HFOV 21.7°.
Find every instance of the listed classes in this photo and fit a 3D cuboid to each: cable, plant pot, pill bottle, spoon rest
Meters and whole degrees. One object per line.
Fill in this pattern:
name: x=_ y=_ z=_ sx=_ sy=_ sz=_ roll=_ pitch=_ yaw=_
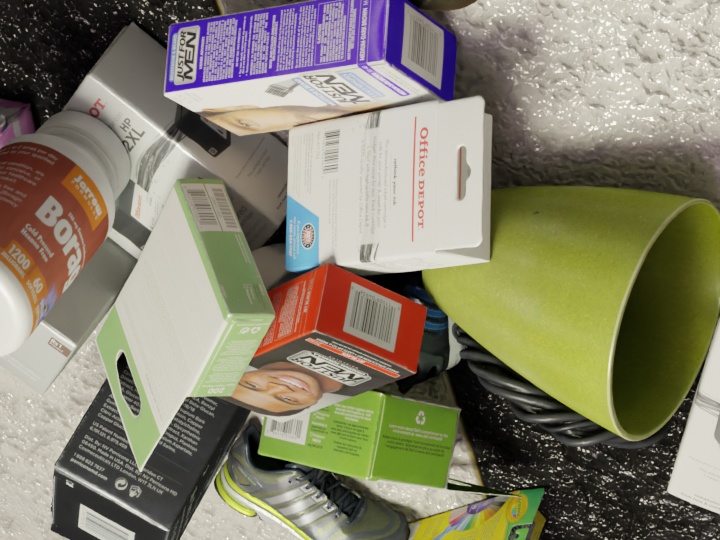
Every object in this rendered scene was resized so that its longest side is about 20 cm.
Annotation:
cable: x=0.158 y=0.096 z=1.533 sx=0.199 sy=0.163 sz=0.051 roll=26 pitch=111 yaw=14
plant pot: x=0.152 y=0.010 z=1.456 sx=0.199 sy=0.187 sz=0.188 roll=19 pitch=137 yaw=31
pill bottle: x=-0.262 y=-0.035 z=1.477 sx=0.111 sy=0.201 sz=0.113 roll=15 pitch=134 yaw=16
spoon rest: x=-0.055 y=0.032 z=1.616 sx=0.099 sy=0.060 sz=0.200 roll=47 pitch=172 yaw=24

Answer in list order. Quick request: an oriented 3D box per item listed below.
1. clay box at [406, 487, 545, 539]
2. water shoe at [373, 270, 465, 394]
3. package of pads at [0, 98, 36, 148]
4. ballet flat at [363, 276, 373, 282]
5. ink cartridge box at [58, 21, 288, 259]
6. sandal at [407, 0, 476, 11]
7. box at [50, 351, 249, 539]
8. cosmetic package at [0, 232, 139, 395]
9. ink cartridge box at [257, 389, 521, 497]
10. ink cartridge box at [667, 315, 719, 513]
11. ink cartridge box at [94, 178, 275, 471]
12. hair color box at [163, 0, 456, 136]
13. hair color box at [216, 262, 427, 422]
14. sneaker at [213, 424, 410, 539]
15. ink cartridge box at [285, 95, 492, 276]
clay box: x=0.091 y=0.275 z=1.752 sx=0.199 sy=0.115 sz=0.048 roll=-22 pitch=118 yaw=40
water shoe: x=0.037 y=0.027 z=1.558 sx=0.071 sy=0.079 sz=0.201 roll=37 pitch=156 yaw=41
package of pads: x=-0.347 y=-0.069 z=1.700 sx=0.119 sy=0.076 sz=0.201 roll=14 pitch=134 yaw=19
ballet flat: x=0.000 y=0.000 z=1.595 sx=0.063 sy=0.068 sz=0.201 roll=-13 pitch=131 yaw=-2
ink cartridge box: x=-0.163 y=-0.086 z=1.584 sx=0.199 sy=0.084 sz=0.145 roll=39 pitch=135 yaw=-8
sandal: x=-0.001 y=-0.243 z=1.388 sx=0.198 sy=0.055 sz=0.082 roll=8 pitch=139 yaw=2
box: x=-0.179 y=0.148 z=1.682 sx=0.117 sy=0.201 sz=0.197 roll=28 pitch=156 yaw=2
cosmetic package: x=-0.254 y=-0.002 z=1.620 sx=0.107 sy=0.200 sz=0.090 roll=37 pitch=135 yaw=-3
ink cartridge box: x=0.032 y=0.146 z=1.660 sx=0.199 sy=0.077 sz=0.147 roll=12 pitch=177 yaw=-44
ink cartridge box: x=0.307 y=0.071 z=1.436 sx=0.084 sy=0.146 sz=0.201 roll=19 pitch=135 yaw=10
ink cartridge box: x=-0.146 y=0.046 z=1.522 sx=0.048 sy=0.146 sz=0.201 roll=0 pitch=138 yaw=-31
hair color box: x=-0.039 y=-0.156 z=1.438 sx=0.198 sy=0.066 sz=0.109 roll=-3 pitch=164 yaw=31
hair color box: x=-0.046 y=0.062 z=1.514 sx=0.101 sy=0.062 sz=0.199 roll=24 pitch=153 yaw=-26
sneaker: x=-0.045 y=0.215 z=1.802 sx=0.198 sy=0.074 sz=0.081 roll=21 pitch=132 yaw=7
ink cartridge box: x=0.036 y=-0.061 z=1.432 sx=0.199 sy=0.117 sz=0.067 roll=-6 pitch=170 yaw=43
